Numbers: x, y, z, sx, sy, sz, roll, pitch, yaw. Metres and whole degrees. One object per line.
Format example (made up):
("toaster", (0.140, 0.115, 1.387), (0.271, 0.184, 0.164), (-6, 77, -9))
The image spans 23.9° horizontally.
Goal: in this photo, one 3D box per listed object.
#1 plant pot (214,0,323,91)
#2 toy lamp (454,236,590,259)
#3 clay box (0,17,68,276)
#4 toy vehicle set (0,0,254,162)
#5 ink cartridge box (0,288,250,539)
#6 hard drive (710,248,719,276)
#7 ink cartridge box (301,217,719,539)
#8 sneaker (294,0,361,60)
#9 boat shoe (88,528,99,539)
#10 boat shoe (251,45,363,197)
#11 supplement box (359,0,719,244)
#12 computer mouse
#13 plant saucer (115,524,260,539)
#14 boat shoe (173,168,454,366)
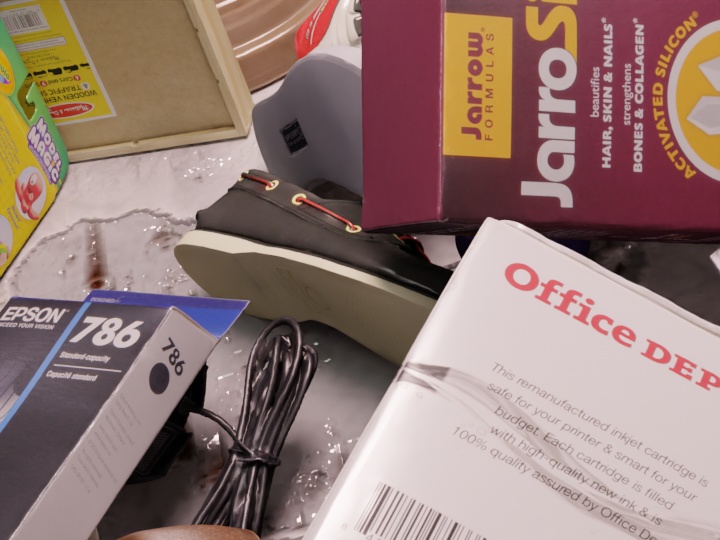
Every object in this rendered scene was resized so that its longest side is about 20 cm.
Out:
("plant pot", (-0.101, -0.195, 1.027), (0.198, 0.093, 0.202), (-11, 41, 10))
("toy lamp", (0.132, -0.056, 0.813), (0.199, 0.059, 0.058), (-32, 42, -17))
("clay box", (-0.230, -0.033, 0.885), (0.047, 0.116, 0.201), (3, 45, 26))
("toy vehicle set", (-0.171, -0.117, 0.945), (0.198, 0.125, 0.027), (-7, 42, 15))
("ink cartridge box", (-0.135, 0.066, 0.704), (0.099, 0.039, 0.201), (1, 42, 33))
("hard drive", (0.241, 0.039, 0.644), (0.134, 0.043, 0.200), (-31, 57, -13))
("ink cartridge box", (0.061, 0.101, 0.608), (0.144, 0.085, 0.201), (28, 54, 6))
("sneaker", (0.026, -0.174, 0.971), (0.084, 0.077, 0.200), (-16, 23, 46))
("boat shoe", (-0.197, 0.142, 0.725), (0.198, 0.060, 0.072), (-10, 38, 11))
("boat shoe", (0.002, -0.078, 0.826), (0.065, 0.074, 0.200), (-24, 11, -17))
("supplement box", (0.104, -0.069, 0.715), (0.198, 0.112, 0.086), (1, -1, -22))
("computer mouse", (-0.113, 0.090, 0.767), (0.198, 0.046, 0.142), (1, 62, 26))
("plant saucer", (-0.113, 0.162, 0.602), (0.200, 0.037, 0.201), (-46, 12, 13))
("boat shoe", (-0.001, -0.002, 0.791), (0.200, 0.074, 0.063), (18, 61, 41))
